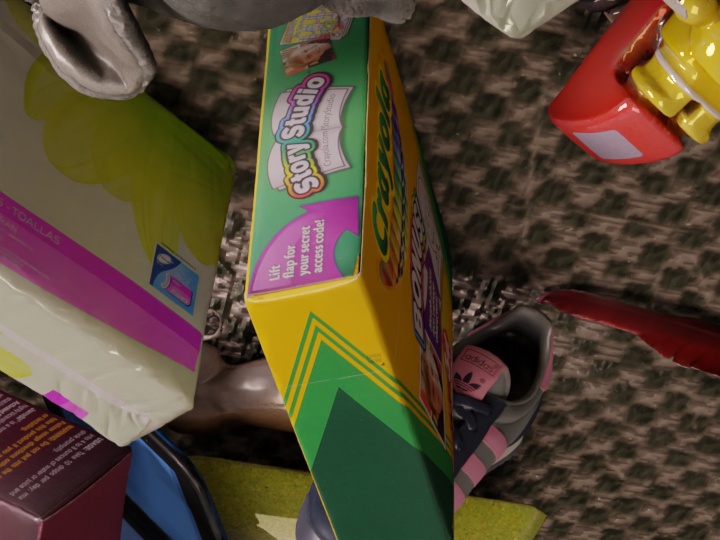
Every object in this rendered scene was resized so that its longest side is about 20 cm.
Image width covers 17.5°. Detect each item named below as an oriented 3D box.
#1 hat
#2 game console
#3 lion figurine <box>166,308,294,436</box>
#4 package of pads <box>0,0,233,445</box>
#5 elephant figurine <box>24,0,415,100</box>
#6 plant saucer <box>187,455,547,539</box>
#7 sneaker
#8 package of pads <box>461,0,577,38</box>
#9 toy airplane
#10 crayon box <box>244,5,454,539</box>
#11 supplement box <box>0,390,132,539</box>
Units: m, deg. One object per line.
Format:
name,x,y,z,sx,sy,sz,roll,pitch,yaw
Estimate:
hat,0.246,0.022,1.234,0.199,0.177,0.166,-11,150,-46
game console,-0.149,0.138,1.222,0.118,0.200,0.171,29,97,-47
lion figurine,-0.045,0.068,1.256,0.198,0.073,0.123,11,164,5
package of pads,-0.152,-0.037,1.077,0.068,0.155,0.200,-28,129,36
elephant figurine,-0.107,-0.150,1.006,0.141,0.157,0.199,-13,177,-45
plant saucer,-0.009,0.168,1.313,0.198,0.048,0.200,8,158,-2
sneaker,0.035,0.079,1.153,0.070,0.200,0.082,31,126,11
package of pads,0.008,-0.199,0.915,0.068,0.155,0.200,-39,123,22
toy airplane,0.188,-0.113,1.007,0.198,0.142,0.200,4,135,-2
crayon box,0.000,0.000,1.080,0.058,0.201,0.173,-9,132,10
supplement box,-0.222,0.114,1.165,0.199,0.086,0.111,21,118,20
